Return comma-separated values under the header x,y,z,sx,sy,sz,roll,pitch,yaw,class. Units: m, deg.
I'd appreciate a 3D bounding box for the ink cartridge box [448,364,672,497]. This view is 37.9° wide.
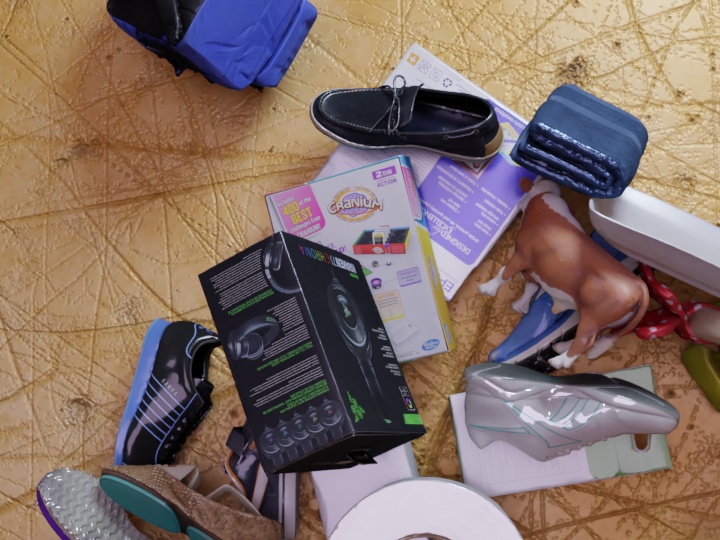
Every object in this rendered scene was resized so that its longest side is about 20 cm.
x,y,z,sx,sy,sz,roll,pitch,yaw,class
0.193,0.159,1.037,0.199,0.059,0.104,-10,80,5,ink cartridge box

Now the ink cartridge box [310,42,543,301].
x,y,z,sx,sy,sz,roll,pitch,yaw,class
0.075,-0.102,1.096,0.198,0.043,0.200,37,90,11,ink cartridge box

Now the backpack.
x,y,z,sx,sy,sz,roll,pitch,yaw,class
-0.161,-0.276,1.094,0.200,0.168,0.163,28,81,42,backpack

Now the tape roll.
x,y,z,sx,sy,sz,roll,pitch,yaw,class
0.060,0.292,0.958,0.201,0.071,0.203,-1,81,5,tape roll

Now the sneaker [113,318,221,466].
x,y,z,sx,sy,sz,roll,pitch,yaw,class
-0.197,0.151,1.083,0.078,0.070,0.201,9,83,13,sneaker

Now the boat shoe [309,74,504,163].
x,y,z,sx,sy,sz,roll,pitch,yaw,class
0.045,-0.156,1.045,0.199,0.062,0.075,12,62,13,boat shoe

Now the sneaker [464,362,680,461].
x,y,z,sx,sy,sz,roll,pitch,yaw,class
0.194,0.137,0.982,0.199,0.070,0.081,6,98,11,sneaker

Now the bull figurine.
x,y,z,sx,sy,sz,roll,pitch,yaw,class
0.184,0.000,0.983,0.122,0.065,0.200,-57,41,17,bull figurine

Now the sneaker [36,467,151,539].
x,y,z,sx,sy,sz,roll,pitch,yaw,class
-0.259,0.291,1.056,0.200,0.070,0.100,44,126,-3,sneaker

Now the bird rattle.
x,y,z,sx,sy,sz,roll,pitch,yaw,class
0.342,0.056,0.966,0.163,0.200,0.113,17,76,50,bird rattle

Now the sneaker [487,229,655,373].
x,y,z,sx,sy,sz,roll,pitch,yaw,class
0.202,0.028,1.055,0.200,0.079,0.089,-43,59,3,sneaker

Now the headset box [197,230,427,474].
x,y,z,sx,sy,sz,roll,pitch,yaw,class
-0.038,0.085,0.947,0.093,0.174,0.201,-27,71,18,headset box

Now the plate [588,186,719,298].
x,y,z,sx,sy,sz,roll,pitch,yaw,class
0.299,-0.025,0.981,0.199,0.200,0.032,25,108,4,plate

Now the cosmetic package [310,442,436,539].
x,y,z,sx,sy,sz,roll,pitch,yaw,class
0.019,0.255,1.040,0.101,0.071,0.201,-16,80,5,cosmetic package

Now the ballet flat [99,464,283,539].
x,y,z,sx,sy,sz,roll,pitch,yaw,class
-0.160,0.229,1.021,0.199,0.071,0.065,26,53,17,ballet flat

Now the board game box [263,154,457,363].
x,y,z,sx,sy,sz,roll,pitch,yaw,class
0.000,0.000,1.063,0.152,0.040,0.201,-14,90,17,board game box

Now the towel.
x,y,z,sx,sy,sz,roll,pitch,yaw,class
0.216,-0.124,1.010,0.111,0.200,0.049,28,116,9,towel

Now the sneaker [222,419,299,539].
x,y,z,sx,sy,sz,roll,pitch,yaw,class
-0.098,0.169,1.063,0.079,0.078,0.201,3,84,2,sneaker
